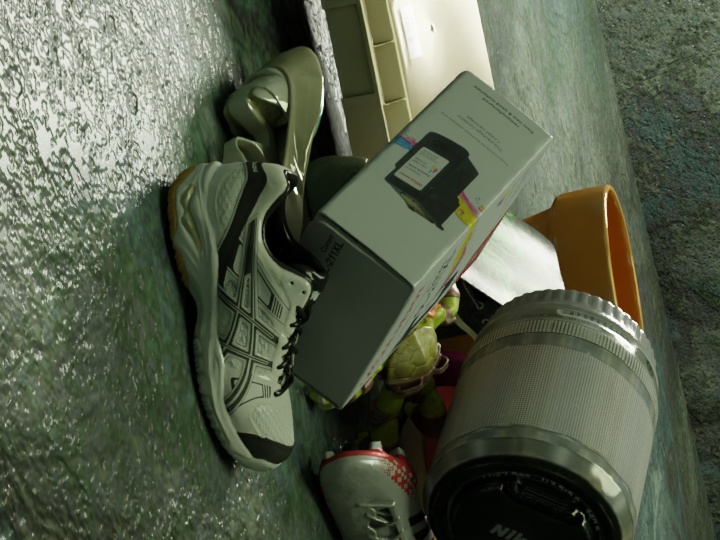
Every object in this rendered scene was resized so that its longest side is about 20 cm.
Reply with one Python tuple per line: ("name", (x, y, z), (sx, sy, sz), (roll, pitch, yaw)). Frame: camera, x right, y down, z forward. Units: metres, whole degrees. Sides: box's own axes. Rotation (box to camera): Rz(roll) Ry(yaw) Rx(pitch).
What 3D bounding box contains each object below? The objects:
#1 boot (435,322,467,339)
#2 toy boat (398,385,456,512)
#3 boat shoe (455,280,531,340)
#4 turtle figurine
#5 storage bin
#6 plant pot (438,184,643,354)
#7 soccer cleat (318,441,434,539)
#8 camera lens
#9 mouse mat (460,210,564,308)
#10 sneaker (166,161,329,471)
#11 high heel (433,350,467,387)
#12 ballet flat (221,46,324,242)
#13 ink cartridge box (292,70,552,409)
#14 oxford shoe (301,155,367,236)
("boot", (0.044, -0.050, 1.667), (0.165, 0.065, 0.202), (32, 51, -72))
("toy boat", (0.116, 0.197, 1.657), (0.131, 0.129, 0.202), (-59, 137, -67))
("boat shoe", (0.120, 0.033, 1.625), (0.200, 0.066, 0.075), (60, 25, -29))
("turtle figurine", (0.039, 0.067, 1.455), (0.200, 0.064, 0.162), (-43, 146, -33))
("storage bin", (0.022, -0.189, 1.548), (0.198, 0.093, 0.202), (-28, 109, -58))
("plant pot", (0.171, 0.031, 1.863), (0.200, 0.181, 0.202), (-9, 90, -76))
("soccer cleat", (0.017, 0.194, 1.421), (0.200, 0.068, 0.086), (65, 17, -58))
("camera lens", (0.141, 0.132, 1.455), (0.201, 0.158, 0.161), (-68, 146, -47))
("mouse mat", (0.114, -0.018, 1.605), (0.160, 0.008, 0.201), (33, 22, -20))
("sneaker", (-0.059, 0.030, 1.194), (0.076, 0.087, 0.202), (-60, 140, -70))
("high heel", (0.086, 0.163, 1.764), (0.067, 0.095, 0.201), (-54, 154, -45))
("ballet flat", (-0.066, -0.086, 1.301), (0.070, 0.069, 0.202), (61, 25, -51))
("ink cartridge box", (0.029, -0.021, 1.307), (0.200, 0.083, 0.146), (-46, 171, -42))
("oxford shoe", (0.000, 0.000, 1.455), (0.071, 0.073, 0.201), (-82, 157, -49))
